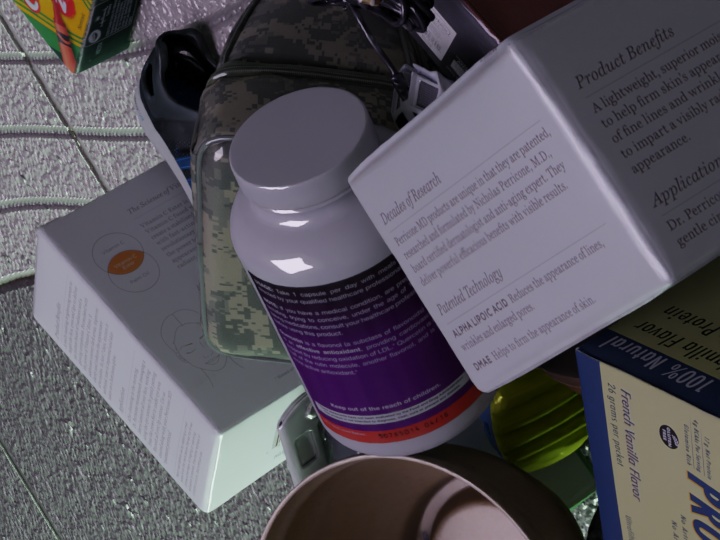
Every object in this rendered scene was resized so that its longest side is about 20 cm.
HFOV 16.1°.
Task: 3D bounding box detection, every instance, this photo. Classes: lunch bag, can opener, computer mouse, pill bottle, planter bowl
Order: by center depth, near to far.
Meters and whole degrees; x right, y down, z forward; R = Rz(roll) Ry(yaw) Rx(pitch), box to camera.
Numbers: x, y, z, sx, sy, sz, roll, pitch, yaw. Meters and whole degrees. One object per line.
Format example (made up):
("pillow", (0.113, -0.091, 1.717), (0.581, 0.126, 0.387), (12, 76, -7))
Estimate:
("computer mouse", (0.049, -0.080, 1.348), (0.200, 0.044, 0.110), (58, 163, -16))
("pill bottle", (0.000, 0.000, 1.376), (0.112, 0.112, 0.200), (29, 153, 43))
("planter bowl", (0.056, 0.188, 1.486), (0.200, 0.135, 0.201), (7, 104, 28))
("lunch bag", (-0.023, -0.065, 1.513), (0.139, 0.168, 0.200), (2, 136, 4))
("can opener", (-0.008, 0.159, 1.626), (0.066, 0.053, 0.200), (26, 139, 43))

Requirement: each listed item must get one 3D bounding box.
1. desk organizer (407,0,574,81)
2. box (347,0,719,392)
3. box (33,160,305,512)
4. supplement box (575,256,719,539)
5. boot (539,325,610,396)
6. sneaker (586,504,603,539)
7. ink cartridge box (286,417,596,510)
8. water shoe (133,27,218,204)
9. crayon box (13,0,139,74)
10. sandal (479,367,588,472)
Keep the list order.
("desk organizer", (0.038, -0.189, 1.371), (0.200, 0.077, 0.072), (49, 158, 10))
("box", (0.134, -0.063, 1.214), (0.131, 0.199, 0.200), (58, 152, 3))
("box", (-0.104, 0.033, 1.735), (0.200, 0.152, 0.106), (47, 150, 22))
("supplement box", (0.243, 0.076, 1.174), (0.200, 0.200, 0.134), (26, 137, 45))
("boot", (0.190, 0.069, 1.418), (0.200, 0.074, 0.075), (22, 165, 41))
("sneaker", (0.194, 0.193, 1.471), (0.200, 0.085, 0.074), (54, 153, -14))
("ink cartridge box", (0.050, 0.131, 1.655), (0.145, 0.087, 0.200), (54, 153, 8))
("water shoe", (-0.082, -0.075, 1.682), (0.200, 0.071, 0.079), (47, 147, 21))
("crayon box", (-0.229, -0.250, 1.769), (0.200, 0.051, 0.127), (51, 151, 16))
("sandal", (0.091, 0.028, 1.514), (0.087, 0.079, 0.200), (-136, 31, -55))
